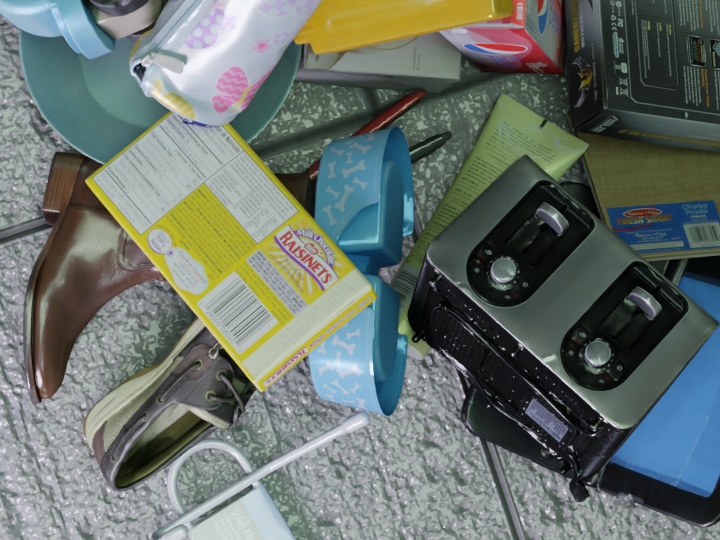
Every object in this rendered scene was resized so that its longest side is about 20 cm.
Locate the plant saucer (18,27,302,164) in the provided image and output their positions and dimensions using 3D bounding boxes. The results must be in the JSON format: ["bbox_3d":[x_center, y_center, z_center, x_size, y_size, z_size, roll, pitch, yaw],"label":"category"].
[{"bbox_3d":[-0.139,-0.162,1.693,0.200,0.039,0.202,0,81,2],"label":"plant saucer"}]

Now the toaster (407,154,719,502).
[{"bbox_3d":[0.132,0.039,1.623,0.181,0.200,0.119,42,75,9],"label":"toaster"}]

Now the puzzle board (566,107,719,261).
[{"bbox_3d":[0.263,-0.068,1.745,0.199,0.017,0.151,-5,51,-10],"label":"puzzle board"}]

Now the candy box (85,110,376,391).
[{"bbox_3d":[-0.089,-0.022,1.610,0.102,0.026,0.200,-38,66,-7],"label":"candy box"}]

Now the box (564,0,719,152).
[{"bbox_3d":[0.224,-0.191,1.725,0.158,0.048,0.201,6,72,-26],"label":"box"}]

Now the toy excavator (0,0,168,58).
[{"bbox_3d":[-0.248,-0.223,1.644,0.199,0.100,0.195,-20,79,5],"label":"toy excavator"}]

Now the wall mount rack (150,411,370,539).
[{"bbox_3d":[-0.044,0.195,1.688,0.174,0.075,0.200,-31,94,-10],"label":"wall mount rack"}]

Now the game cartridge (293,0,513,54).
[{"bbox_3d":[0.011,-0.251,1.571,0.032,0.176,0.201,-10,92,-48],"label":"game cartridge"}]

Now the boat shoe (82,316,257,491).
[{"bbox_3d":[-0.105,0.082,1.649,0.201,0.072,0.066,-37,51,18],"label":"boat shoe"}]

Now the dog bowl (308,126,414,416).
[{"bbox_3d":[0.000,0.000,1.651,0.049,0.111,0.201,0,79,13],"label":"dog bowl"}]

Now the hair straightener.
[{"bbox_3d":[-0.015,-0.045,1.721,0.200,0.041,0.077,-35,93,-9],"label":"hair straightener"}]

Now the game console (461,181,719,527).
[{"bbox_3d":[0.196,0.056,1.714,0.176,0.116,0.200,25,83,-17],"label":"game console"}]

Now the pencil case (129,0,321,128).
[{"bbox_3d":[-0.074,-0.188,1.577,0.091,0.200,0.083,11,43,-37],"label":"pencil case"}]

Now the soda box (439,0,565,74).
[{"bbox_3d":[0.101,-0.183,1.665,0.063,0.200,0.070,2,87,13],"label":"soda box"}]

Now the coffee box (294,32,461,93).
[{"bbox_3d":[0.015,-0.234,1.715,0.114,0.080,0.201,4,87,-10],"label":"coffee box"}]

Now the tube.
[{"bbox_3d":[0.080,-0.029,1.734,0.058,0.052,0.200,38,81,-24],"label":"tube"}]

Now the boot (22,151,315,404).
[{"bbox_3d":[-0.128,0.013,1.671,0.199,0.064,0.187,8,84,1],"label":"boot"}]
